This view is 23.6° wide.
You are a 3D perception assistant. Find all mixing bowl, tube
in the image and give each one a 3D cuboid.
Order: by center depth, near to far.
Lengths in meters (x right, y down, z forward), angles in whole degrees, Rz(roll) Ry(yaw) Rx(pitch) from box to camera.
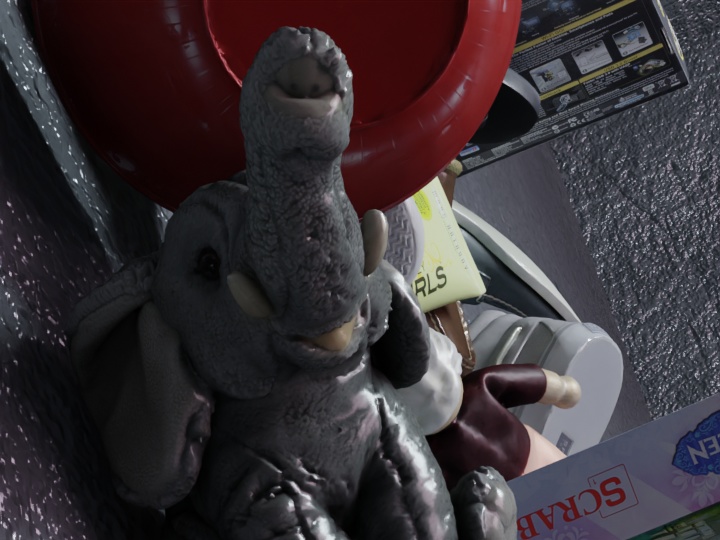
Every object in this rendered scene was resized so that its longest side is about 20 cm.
[{"bbox_3d":[-0.020,-0.103,0.634,0.201,0.199,0.108,63,-6,-15],"label":"mixing bowl"},{"bbox_3d":[0.000,0.000,0.812,0.200,0.052,0.058,-26,134,-56],"label":"tube"}]

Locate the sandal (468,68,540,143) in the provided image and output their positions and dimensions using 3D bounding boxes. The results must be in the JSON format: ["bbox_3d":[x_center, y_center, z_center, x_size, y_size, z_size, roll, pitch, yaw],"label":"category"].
[{"bbox_3d":[0.011,-0.100,1.019,0.076,0.198,0.043,130,-35,-57],"label":"sandal"}]

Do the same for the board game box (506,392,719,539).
[{"bbox_3d":[0.110,0.119,0.723,0.200,0.198,0.041,42,26,-62],"label":"board game box"}]

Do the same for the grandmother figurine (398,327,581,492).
[{"bbox_3d":[0.060,0.095,0.823,0.200,0.060,0.122,48,57,-37],"label":"grandmother figurine"}]

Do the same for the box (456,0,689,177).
[{"bbox_3d":[0.087,-0.137,1.069,0.161,0.199,0.049,48,26,-52],"label":"box"}]

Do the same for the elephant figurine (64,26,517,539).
[{"bbox_3d":[-0.027,0.028,0.572,0.141,0.154,0.202,-32,107,-64],"label":"elephant figurine"}]

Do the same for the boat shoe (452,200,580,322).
[{"bbox_3d":[0.052,-0.010,1.082,0.199,0.062,0.073,37,9,-17],"label":"boat shoe"}]

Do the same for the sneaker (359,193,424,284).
[{"bbox_3d":[-0.048,-0.068,0.759,0.200,0.076,0.105,46,7,-2],"label":"sneaker"}]

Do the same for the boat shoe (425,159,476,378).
[{"bbox_3d":[0.020,-0.037,0.915,0.204,0.075,0.075,64,17,16],"label":"boat shoe"}]

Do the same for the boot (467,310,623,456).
[{"bbox_3d":[0.062,0.114,0.935,0.074,0.095,0.201,47,65,-39],"label":"boot"}]
